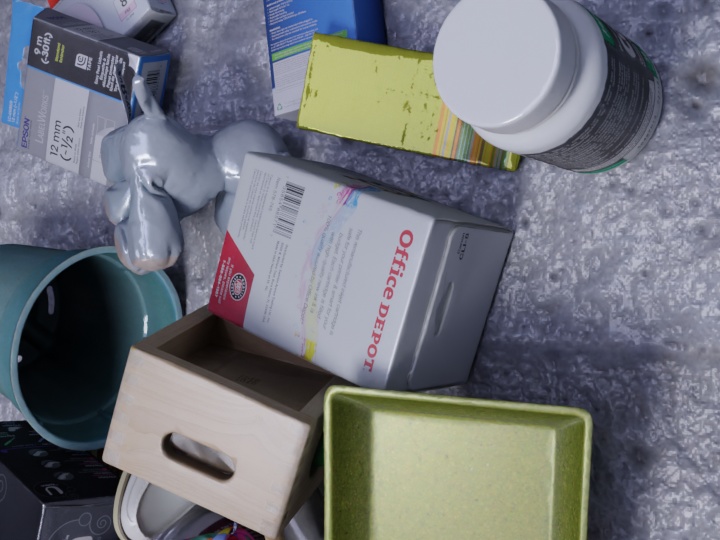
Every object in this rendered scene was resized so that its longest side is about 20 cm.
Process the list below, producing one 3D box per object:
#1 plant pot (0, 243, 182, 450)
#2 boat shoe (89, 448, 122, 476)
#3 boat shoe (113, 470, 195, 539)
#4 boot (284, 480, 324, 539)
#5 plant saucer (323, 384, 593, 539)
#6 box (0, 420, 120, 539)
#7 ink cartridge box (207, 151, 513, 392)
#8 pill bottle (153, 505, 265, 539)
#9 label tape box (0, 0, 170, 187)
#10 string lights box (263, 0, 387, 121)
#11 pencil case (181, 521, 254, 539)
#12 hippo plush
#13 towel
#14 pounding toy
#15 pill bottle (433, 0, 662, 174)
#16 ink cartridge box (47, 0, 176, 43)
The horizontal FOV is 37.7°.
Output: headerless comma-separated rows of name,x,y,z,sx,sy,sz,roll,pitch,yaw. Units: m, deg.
plant pot,-0.320,0.059,1.092,0.195,0.199,0.203,14,96,41
boat shoe,-0.288,0.266,1.122,0.071,0.067,0.203,17,96,44
boat shoe,-0.148,0.168,0.968,0.068,0.201,0.075,-1,127,35
boot,-0.025,0.267,0.896,0.072,0.182,0.202,-23,77,3
plant saucer,0.073,0.185,0.795,0.197,0.048,0.203,4,102,16
box,-0.317,0.238,1.030,0.199,0.105,0.124,21,102,45
ink cartridge box,0.000,0.000,0.894,0.198,0.144,0.147,23,101,33
pill bottle,-0.122,0.297,0.986,0.200,0.114,0.115,44,111,27
label tape box,-0.309,-0.188,1.110,0.198,0.066,0.145,21,112,14
string lights box,-0.035,-0.249,0.976,0.102,0.059,0.203,-9,84,33
pencil case,-0.176,0.276,0.902,0.198,0.088,0.090,-19,78,17
hippo plush,-0.154,-0.098,1.005,0.159,0.159,0.203,-145,53,-58
towel,0.046,-0.145,0.903,0.197,0.018,0.087,13,92,11
pounding toy,-0.090,0.145,0.860,0.198,0.184,0.144,22,107,11
pill bottle,0.140,-0.137,0.771,0.112,0.199,0.115,-1,88,32
ink cartridge box,-0.302,-0.313,1.165,0.162,0.057,0.202,-35,75,28
